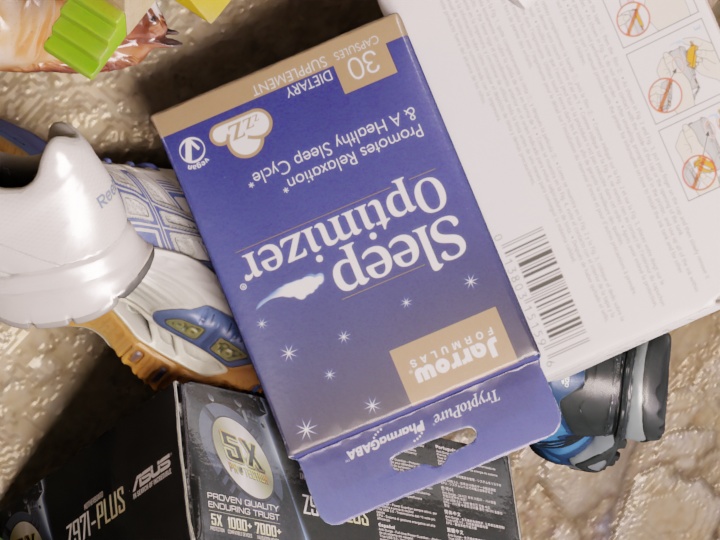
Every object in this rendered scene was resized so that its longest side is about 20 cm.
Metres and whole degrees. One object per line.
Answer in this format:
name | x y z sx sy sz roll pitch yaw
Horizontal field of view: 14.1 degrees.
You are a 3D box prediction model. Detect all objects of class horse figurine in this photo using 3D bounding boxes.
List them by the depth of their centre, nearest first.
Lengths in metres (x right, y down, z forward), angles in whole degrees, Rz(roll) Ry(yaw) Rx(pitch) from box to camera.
horse figurine | -0.187 -0.110 1.246 0.200 0.050 0.133 -32 124 -18

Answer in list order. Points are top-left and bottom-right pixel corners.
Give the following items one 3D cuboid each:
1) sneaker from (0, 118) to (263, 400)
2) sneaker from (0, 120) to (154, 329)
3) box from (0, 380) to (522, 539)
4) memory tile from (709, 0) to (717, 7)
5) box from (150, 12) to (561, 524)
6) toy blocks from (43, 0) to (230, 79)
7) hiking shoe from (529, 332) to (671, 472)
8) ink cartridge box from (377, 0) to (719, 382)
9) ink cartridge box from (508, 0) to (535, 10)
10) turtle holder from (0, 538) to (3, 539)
sneaker | -0.117 -0.018 1.331 0.200 0.088 0.075 38 130 -25
sneaker | -0.191 -0.017 1.252 0.200 0.075 0.087 -11 117 11
box | -0.049 0.139 1.392 0.200 0.086 0.164 14 145 -35
memory tile | 0.149 -0.163 1.395 0.153 0.017 0.200 -9 123 -54
box | 0.000 0.000 1.294 0.121 0.032 0.200 -23 84 2
toy blocks | -0.072 -0.191 1.184 0.200 0.100 0.137 -54 171 -17
hiking shoe | 0.096 0.054 1.445 0.087 0.200 0.075 8 78 -5
ink cartridge box | 0.121 -0.075 1.302 0.173 0.200 0.044 -25 172 18
ink cartridge box | 0.088 -0.231 1.278 0.200 0.147 0.083 -46 126 -2
turtle holder | -0.232 0.183 1.342 0.132 0.185 0.141 14 76 -35
